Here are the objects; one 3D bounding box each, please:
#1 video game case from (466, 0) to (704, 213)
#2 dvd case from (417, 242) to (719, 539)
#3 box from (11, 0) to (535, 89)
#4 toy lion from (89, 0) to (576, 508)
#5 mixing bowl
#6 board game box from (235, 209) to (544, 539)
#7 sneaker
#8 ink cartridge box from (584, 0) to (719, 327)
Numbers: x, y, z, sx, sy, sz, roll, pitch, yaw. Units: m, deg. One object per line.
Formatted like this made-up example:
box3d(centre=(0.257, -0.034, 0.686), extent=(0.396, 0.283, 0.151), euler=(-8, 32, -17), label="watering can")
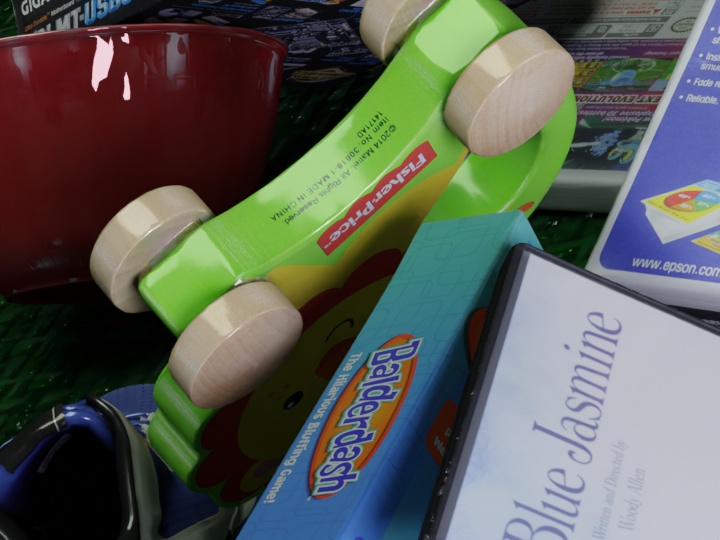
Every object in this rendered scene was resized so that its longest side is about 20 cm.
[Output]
box3d(centre=(0.111, -0.092, 1.161), extent=(0.200, 0.023, 0.182), euler=(5, 44, 47), label="video game case")
box3d(centre=(0.121, 0.076, 0.728), extent=(0.143, 0.200, 0.018), euler=(-69, 3, -50), label="dvd case")
box3d(centre=(-0.030, -0.137, 1.185), extent=(0.200, 0.050, 0.198), euler=(0, -12, -41), label="box")
box3d(centre=(0.000, 0.000, 0.897), extent=(0.200, 0.192, 0.069), euler=(-43, 65, -1), label="toy lion")
box3d(centre=(-0.126, -0.044, 1.179), extent=(0.200, 0.109, 0.200), euler=(-7, -6, -1), label="mixing bowl")
box3d(centre=(0.031, 0.102, 0.779), extent=(0.045, 0.152, 0.200), euler=(-9, 35, 35), label="board game box")
box3d(centre=(-0.095, 0.084, 0.973), extent=(0.080, 0.115, 0.200), euler=(-26, 28, 7), label="sneaker")
box3d(centre=(0.205, -0.057, 0.899), extent=(0.197, 0.047, 0.200), euler=(8, 59, 37), label="ink cartridge box")
